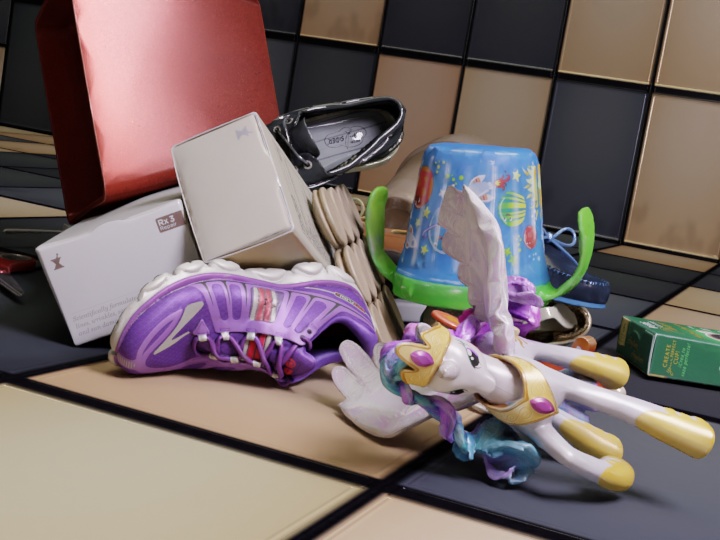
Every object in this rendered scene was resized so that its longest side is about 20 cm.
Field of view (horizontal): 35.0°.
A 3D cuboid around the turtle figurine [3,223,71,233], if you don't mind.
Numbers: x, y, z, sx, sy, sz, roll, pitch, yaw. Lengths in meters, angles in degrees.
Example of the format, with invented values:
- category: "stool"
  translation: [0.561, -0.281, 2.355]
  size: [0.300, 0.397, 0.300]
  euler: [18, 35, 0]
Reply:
- category: "turtle figurine"
  translation: [-0.271, -0.090, 1.292]
  size: [0.200, 0.144, 0.194]
  euler: [13, 3, -5]

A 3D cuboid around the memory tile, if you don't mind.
- category: "memory tile"
  translation: [0.000, 0.000, 0.973]
  size: [0.017, 0.154, 0.200]
  euler: [-23, 2, 7]

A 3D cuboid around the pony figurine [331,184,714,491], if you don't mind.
- category: "pony figurine"
  translation: [0.084, 0.055, 0.690]
  size: [0.200, 0.167, 0.193]
  euler: [23, 10, -21]

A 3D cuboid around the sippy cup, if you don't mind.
- category: "sippy cup"
  translation: [0.098, -0.041, 0.964]
  size: [0.177, 0.131, 0.140]
  euler: [2, 10, -8]

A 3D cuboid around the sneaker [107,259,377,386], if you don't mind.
- category: "sneaker"
  translation: [-0.073, 0.042, 0.787]
  size: [0.200, 0.081, 0.083]
  euler: [-6, 43, -31]

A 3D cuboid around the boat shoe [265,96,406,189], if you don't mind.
- category: "boat shoe"
  translation: [-0.044, -0.106, 0.969]
  size: [0.199, 0.075, 0.066]
  euler: [-14, -17, -26]

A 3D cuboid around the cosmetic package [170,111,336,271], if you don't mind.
- category: "cosmetic package"
  translation: [-0.070, -0.028, 0.890]
  size: [0.071, 0.105, 0.200]
  euler: [-21, -24, 6]

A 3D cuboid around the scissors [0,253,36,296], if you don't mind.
- category: "scissors"
  translation: [-0.329, 0.002, 1.013]
  size: [0.073, 0.014, 0.200]
  euler: [10, 8, -15]

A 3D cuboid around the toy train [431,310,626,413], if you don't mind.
- category: "toy train"
  translation: [0.120, 0.067, 0.913]
  size: [0.150, 0.056, 0.200]
  euler: [14, 8, 35]

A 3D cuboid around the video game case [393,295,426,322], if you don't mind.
- category: "video game case"
  translation: [-0.016, 0.025, 1.206]
  size: [0.200, 0.023, 0.182]
  euler: [5, 9, -28]

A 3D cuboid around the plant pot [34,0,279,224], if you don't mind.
- category: "plant pot"
  translation: [-0.182, -0.161, 1.044]
  size: [0.176, 0.200, 0.200]
  euler: [-9, -1, -23]

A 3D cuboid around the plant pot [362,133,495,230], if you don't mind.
- category: "plant pot"
  translation: [0.095, -0.062, 1.471]
  size: [0.200, 0.200, 0.173]
  euler: [14, 24, 30]

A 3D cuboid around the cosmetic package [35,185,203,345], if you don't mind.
- category: "cosmetic package"
  translation: [-0.173, -0.012, 0.902]
  size: [0.113, 0.081, 0.200]
  euler: [-19, 10, 0]

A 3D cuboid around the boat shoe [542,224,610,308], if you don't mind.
- category: "boat shoe"
  translation: [0.151, -0.022, 1.094]
  size: [0.200, 0.069, 0.084]
  euler: [25, 9, 31]

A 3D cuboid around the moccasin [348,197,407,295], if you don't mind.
- category: "moccasin"
  translation: [0.001, -0.022, 1.131]
  size: [0.201, 0.074, 0.078]
  euler: [4, 44, -31]

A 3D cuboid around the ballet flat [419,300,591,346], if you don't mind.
- category: "ballet flat"
  translation: [0.139, 0.042, 1.048]
  size: [0.200, 0.068, 0.062]
  euler: [2, -19, -44]

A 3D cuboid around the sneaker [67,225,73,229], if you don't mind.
- category: "sneaker"
  translation: [-0.209, -0.016, 1.114]
  size: [0.200, 0.072, 0.073]
  euler: [2, 49, 19]

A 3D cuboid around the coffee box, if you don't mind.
- category: "coffee box"
  translation: [0.363, 0.087, 1.120]
  size: [0.200, 0.044, 0.123]
  euler: [9, 7, -4]
